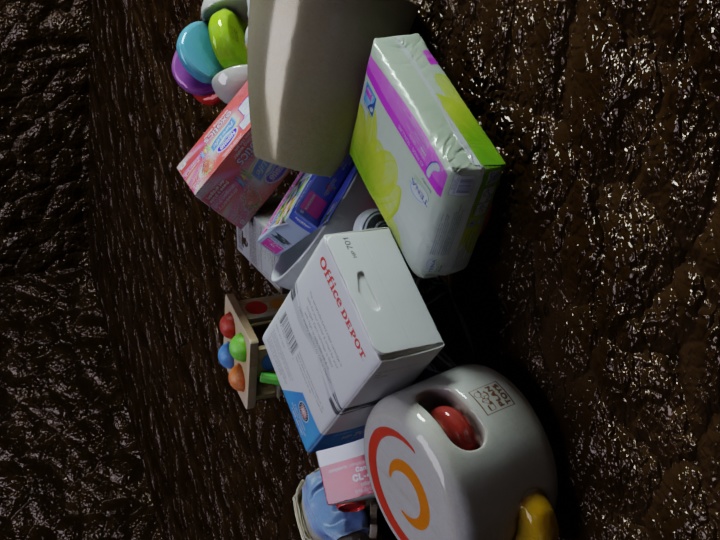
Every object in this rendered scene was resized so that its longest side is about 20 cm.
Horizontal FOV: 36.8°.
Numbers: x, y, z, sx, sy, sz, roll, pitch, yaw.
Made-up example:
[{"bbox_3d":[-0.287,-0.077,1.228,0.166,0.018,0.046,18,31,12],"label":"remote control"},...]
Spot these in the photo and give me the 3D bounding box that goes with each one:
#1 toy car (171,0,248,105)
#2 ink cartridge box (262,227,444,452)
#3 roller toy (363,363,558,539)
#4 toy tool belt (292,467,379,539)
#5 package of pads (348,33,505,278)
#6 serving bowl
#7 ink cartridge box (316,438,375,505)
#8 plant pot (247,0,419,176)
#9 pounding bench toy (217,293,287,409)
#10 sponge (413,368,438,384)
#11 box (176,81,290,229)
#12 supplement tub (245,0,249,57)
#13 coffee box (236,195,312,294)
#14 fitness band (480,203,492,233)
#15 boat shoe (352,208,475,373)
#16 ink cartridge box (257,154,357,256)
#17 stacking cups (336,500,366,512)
[{"bbox_3d":[-0.204,-0.309,1.606,0.200,0.148,0.177,40,-142,-74],"label":"toy car"},{"bbox_3d":[-0.014,0.074,1.118,0.200,0.085,0.148,-54,53,47],"label":"ink cartridge box"},{"bbox_3d":[0.103,0.193,1.071,0.200,0.138,0.185,-15,93,64],"label":"roller toy"},{"bbox_3d":[-0.018,0.336,1.452,0.200,0.123,0.124,-127,27,-50],"label":"toy tool belt"},{"bbox_3d":[0.058,-0.112,1.080,0.155,0.067,0.201,105,147,-47],"label":"package of pads"},{"bbox_3d":[-0.027,-0.052,1.324,0.201,0.066,0.200,-51,12,15],"label":"serving bowl"},{"bbox_3d":[0.006,0.166,1.283,0.085,0.147,0.203,-18,77,26],"label":"ink cartridge box"},{"bbox_3d":[-0.050,-0.213,1.185,0.187,0.185,0.203,34,112,62],"label":"plant pot"},{"bbox_3d":[-0.113,0.131,1.572,0.200,0.154,0.126,-126,35,-49],"label":"pounding bench toy"},{"bbox_3d":[0.049,0.106,1.213,0.030,0.110,0.202,130,129,-63],"label":"sponge"},{"bbox_3d":[-0.148,-0.174,1.500,0.200,0.094,0.103,-50,36,5],"label":"box"},{"bbox_3d":[-0.065,-0.247,1.336,0.144,0.143,0.203,154,107,-67],"label":"supplement tub"},{"bbox_3d":[-0.093,-0.042,1.521,0.200,0.113,0.081,-142,48,-59],"label":"coffee box"},{"bbox_3d":[0.083,-0.090,1.162,0.200,0.037,0.146,136,123,-65],"label":"fitness band"},{"bbox_3d":[0.062,0.022,1.153,0.202,0.071,0.068,63,157,-10],"label":"boat shoe"},{"bbox_3d":[-0.057,-0.092,1.302,0.120,0.042,0.200,-60,14,-20],"label":"ink cartridge box"},{"bbox_3d":[-0.016,0.217,1.442,0.061,0.060,0.202,117,149,-56],"label":"stacking cups"}]
